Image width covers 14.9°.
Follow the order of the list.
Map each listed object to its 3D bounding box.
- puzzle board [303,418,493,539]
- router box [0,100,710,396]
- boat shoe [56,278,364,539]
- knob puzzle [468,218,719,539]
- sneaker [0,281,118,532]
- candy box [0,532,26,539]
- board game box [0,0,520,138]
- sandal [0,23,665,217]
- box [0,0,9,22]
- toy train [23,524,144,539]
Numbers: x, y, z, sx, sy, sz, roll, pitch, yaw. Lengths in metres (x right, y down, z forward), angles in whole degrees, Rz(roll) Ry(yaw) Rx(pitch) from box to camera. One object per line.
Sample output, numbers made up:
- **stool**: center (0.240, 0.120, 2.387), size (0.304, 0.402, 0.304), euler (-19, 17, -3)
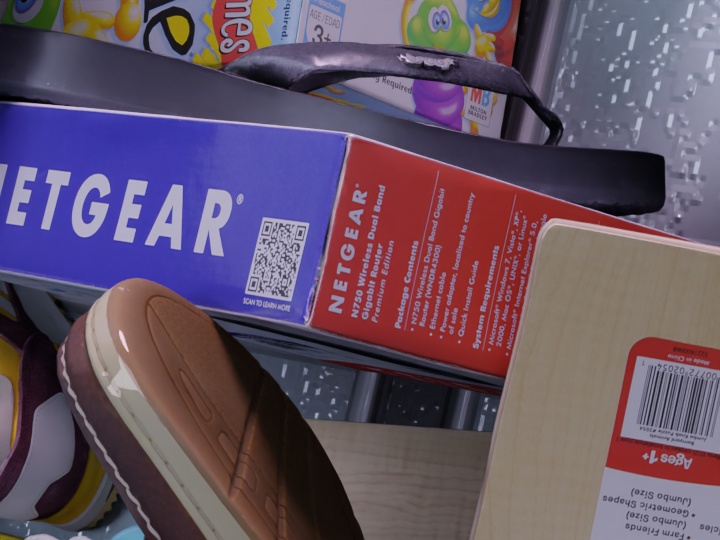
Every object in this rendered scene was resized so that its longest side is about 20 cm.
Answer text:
- **puzzle board**: center (0.062, 0.121, 0.749), size (0.199, 0.017, 0.151), euler (3, 72, 13)
- **router box**: center (0.000, 0.000, 0.770), size (0.200, 0.179, 0.049), euler (9, 85, 53)
- **boat shoe**: center (-0.029, 0.093, 0.685), size (0.072, 0.200, 0.072), euler (-25, 30, 14)
- **knob puzzle**: center (0.112, 0.098, 0.691), size (0.220, 0.219, 0.030), euler (-62, 6, 9)
- **sneaker**: center (-0.162, 0.018, 0.990), size (0.200, 0.090, 0.075), euler (38, 103, 41)
- **candy box**: center (-0.119, 0.146, 0.957), size (0.199, 0.026, 0.103), euler (8, 80, 42)
- **board game box**: center (-0.054, -0.099, 0.918), size (0.199, 0.105, 0.104), euler (0, 78, 42)
- **sandal**: center (-0.008, -0.050, 0.776), size (0.199, 0.076, 0.043), euler (13, 88, 0)
- **box**: center (-0.148, -0.117, 0.807), size (0.176, 0.096, 0.201), euler (-143, 75, -85)
- **toy train**: center (-0.076, 0.167, 0.860), size (0.150, 0.056, 0.201), euler (-20, 69, 25)
